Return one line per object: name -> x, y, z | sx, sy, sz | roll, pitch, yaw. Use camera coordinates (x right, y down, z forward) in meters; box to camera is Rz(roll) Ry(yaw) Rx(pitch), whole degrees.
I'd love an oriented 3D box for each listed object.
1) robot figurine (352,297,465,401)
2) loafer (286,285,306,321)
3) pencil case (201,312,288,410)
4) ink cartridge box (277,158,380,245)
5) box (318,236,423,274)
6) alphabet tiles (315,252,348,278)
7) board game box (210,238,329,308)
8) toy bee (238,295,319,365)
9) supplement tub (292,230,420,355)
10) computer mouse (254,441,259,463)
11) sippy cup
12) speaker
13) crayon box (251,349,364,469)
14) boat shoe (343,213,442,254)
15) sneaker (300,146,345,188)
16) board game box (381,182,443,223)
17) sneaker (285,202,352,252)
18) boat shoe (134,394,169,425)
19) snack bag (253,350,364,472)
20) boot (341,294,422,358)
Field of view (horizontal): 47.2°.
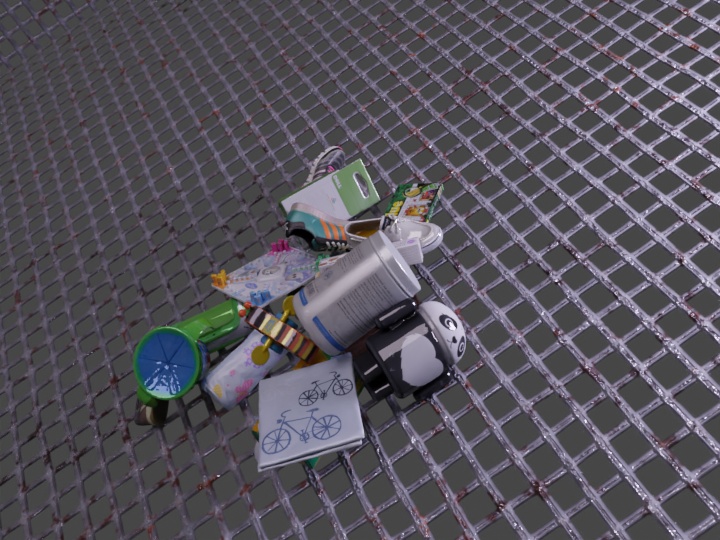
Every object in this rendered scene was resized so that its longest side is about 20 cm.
robot figurine -> 0.087, 0.140, 1.415 | 0.198, 0.151, 0.126 | -31, 62, -5
loafer -> -0.086, 0.078, 1.625 | 0.199, 0.075, 0.069 | 20, 88, 58
pencil case -> -0.217, 0.177, 1.603 | 0.200, 0.091, 0.083 | -47, 51, -13
ink cartridge box -> -0.069, -0.149, 1.770 | 0.198, 0.105, 0.059 | -30, 12, -10
box -> 0.019, -0.018, 1.547 | 0.196, 0.042, 0.039 | -14, 20, 9
alphabet tiles -> 0.000, 0.000, 1.593 | 0.192, 0.015, 0.201 | -16, 23, 8
board game box -> -0.185, 0.001, 1.706 | 0.198, 0.026, 0.198 | -30, 29, -29
toy bee -> -0.171, 0.106, 1.487 | 0.197, 0.109, 0.133 | -2, 61, 35
supplement tub -> -0.008, 0.041, 1.435 | 0.199, 0.132, 0.133 | -36, 45, 8
computer mouse -> -0.110, 0.289, 1.485 | 0.197, 0.044, 0.111 | -27, 46, 5
sippy cup -> -0.354, 0.178, 1.597 | 0.174, 0.130, 0.142 | -16, 83, 6
speaker -> -0.302, 0.120, 1.700 | 0.197, 0.089, 0.089 | -24, 45, 7
crayon box -> -0.086, 0.236, 1.455 | 0.117, 0.059, 0.201 | 13, 54, 33
boat shoe -> 0.059, -0.074, 1.585 | 0.196, 0.070, 0.072 | 1, 54, 26
sneaker -> -0.078, -0.188, 1.849 | 0.086, 0.074, 0.202 | 18, 68, 38
board game box -> 0.098, -0.115, 1.696 | 0.103, 0.024, 0.201 | -3, 38, 26
sneaker -> -0.063, -0.065, 1.695 | 0.197, 0.072, 0.081 | 21, 64, -3
boat shoe -> -0.426, 0.223, 1.688 | 0.065, 0.072, 0.204 | -10, 53, 13
snack bag -> -0.091, 0.237, 1.397 | 0.185, 0.022, 0.202 | -18, 40, 5
boot -> 0.020, 0.086, 1.581 | 0.198, 0.064, 0.187 | -35, 35, 9
